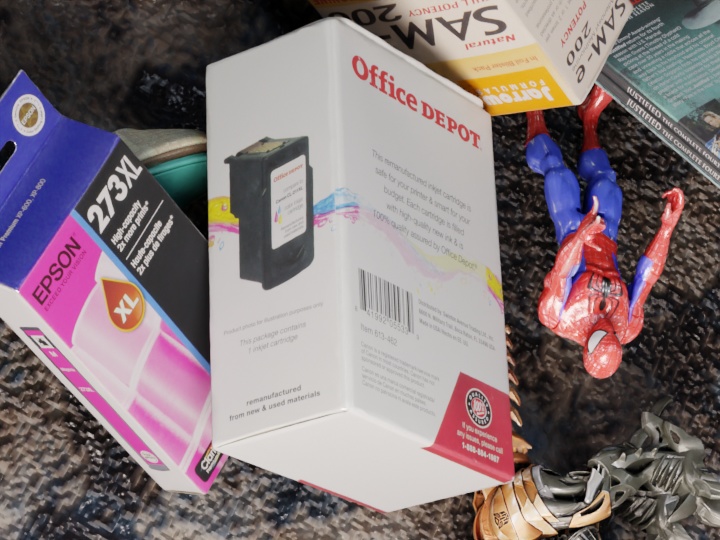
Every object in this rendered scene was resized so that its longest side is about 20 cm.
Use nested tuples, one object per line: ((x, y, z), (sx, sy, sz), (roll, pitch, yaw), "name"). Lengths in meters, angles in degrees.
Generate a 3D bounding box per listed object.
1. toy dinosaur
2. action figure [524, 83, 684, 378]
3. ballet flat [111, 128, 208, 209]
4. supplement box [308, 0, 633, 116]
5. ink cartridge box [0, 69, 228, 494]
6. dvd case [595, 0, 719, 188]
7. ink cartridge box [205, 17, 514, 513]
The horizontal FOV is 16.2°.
((0.104, 0.124, 1.259), (0.135, 0.102, 0.201), (-15, 95, -12), "toy dinosaur")
((0.125, -0.041, 1.301), (0.065, 0.099, 0.201), (12, 50, -17), "action figure")
((-0.154, -0.031, 1.221), (0.200, 0.068, 0.062), (-32, 71, -32), "ballet flat")
((0.028, -0.169, 1.279), (0.200, 0.126, 0.074), (49, 56, -30), "supplement box")
((-0.115, 0.008, 1.182), (0.200, 0.037, 0.095), (50, 57, -32), "ink cartridge box")
((0.220, -0.095, 1.348), (0.146, 0.022, 0.200), (-31, 62, -32), "dvd case")
((0.000, 0.000, 1.231), (0.146, 0.083, 0.201), (26, 54, -49), "ink cartridge box")
